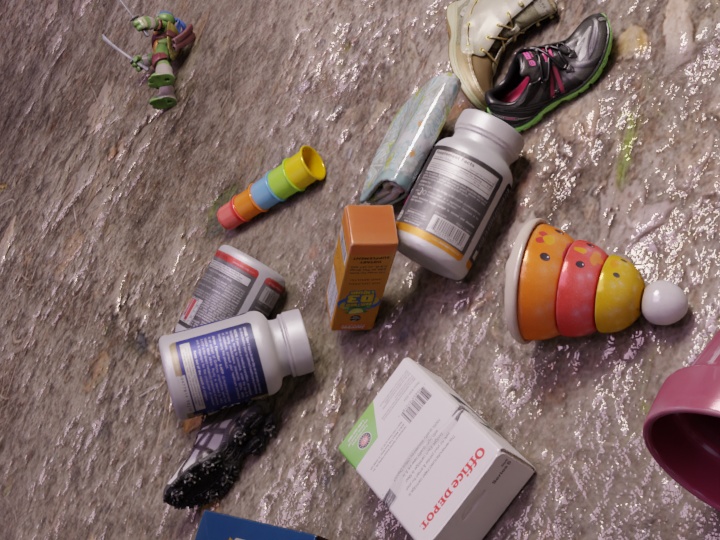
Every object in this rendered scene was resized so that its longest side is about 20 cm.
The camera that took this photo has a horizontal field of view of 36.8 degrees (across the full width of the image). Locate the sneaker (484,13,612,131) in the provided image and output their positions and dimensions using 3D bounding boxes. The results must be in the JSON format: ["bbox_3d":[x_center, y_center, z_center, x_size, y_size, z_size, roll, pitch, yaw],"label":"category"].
[{"bbox_3d":[0.248,-0.264,1.428,0.200,0.083,0.077,-42,45,15],"label":"sneaker"}]

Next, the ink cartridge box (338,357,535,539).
[{"bbox_3d":[0.086,0.223,1.280,0.146,0.084,0.200,-53,43,4],"label":"ink cartridge box"}]

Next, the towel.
[{"bbox_3d":[0.063,-0.176,1.503,0.173,0.048,0.200,-65,10,-10],"label":"towel"}]

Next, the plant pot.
[{"bbox_3d":[0.388,0.118,1.007,0.198,0.201,0.180,11,57,45],"label":"plant pot"}]

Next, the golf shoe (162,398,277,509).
[{"bbox_3d":[-0.206,0.253,1.540,0.200,0.078,0.095,-42,39,0],"label":"golf shoe"}]

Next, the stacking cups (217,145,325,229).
[{"bbox_3d":[-0.145,-0.121,1.722,0.199,0.060,0.061,-32,47,29],"label":"stacking cups"}]

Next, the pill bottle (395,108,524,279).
[{"bbox_3d":[0.129,-0.100,1.413,0.116,0.116,0.202,21,80,46],"label":"pill bottle"}]

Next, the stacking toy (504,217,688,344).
[{"bbox_3d":[0.272,0.023,1.229,0.197,0.146,0.148,8,69,25],"label":"stacking toy"}]

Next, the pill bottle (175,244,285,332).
[{"bbox_3d":[-0.205,0.075,1.609,0.115,0.116,0.202,22,81,47],"label":"pill bottle"}]

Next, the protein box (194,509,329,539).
[{"bbox_3d":[-0.111,0.415,1.304,0.198,0.134,0.201,0,66,42],"label":"protein box"}]

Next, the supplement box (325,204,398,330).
[{"bbox_3d":[0.000,0.000,1.423,0.201,0.065,0.070,105,160,-55],"label":"supplement box"}]

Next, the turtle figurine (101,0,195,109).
[{"bbox_3d":[-0.415,-0.413,2.062,0.144,0.198,0.196,-39,52,38],"label":"turtle figurine"}]

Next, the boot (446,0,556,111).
[{"bbox_3d":[0.202,-0.332,1.523,0.153,0.072,0.202,-24,51,27],"label":"boot"}]

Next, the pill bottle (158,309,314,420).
[{"bbox_3d":[-0.169,0.123,1.497,0.197,0.121,0.121,-15,48,-7],"label":"pill bottle"}]
